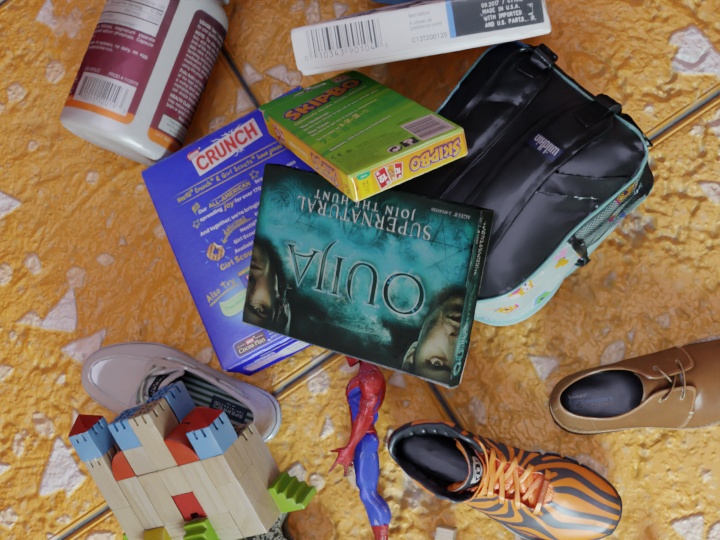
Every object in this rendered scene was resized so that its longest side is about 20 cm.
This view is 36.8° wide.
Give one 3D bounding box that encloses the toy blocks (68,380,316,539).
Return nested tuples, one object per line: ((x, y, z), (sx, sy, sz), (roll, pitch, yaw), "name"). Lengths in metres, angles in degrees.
((-0.154, 0.160, 0.906), (0.199, 0.100, 0.138), (-19, 105, 33), "toy blocks")

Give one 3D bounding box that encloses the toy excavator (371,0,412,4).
((-0.005, -0.291, 0.962), (0.199, 0.194, 0.101), (-16, 61, 38), "toy excavator")

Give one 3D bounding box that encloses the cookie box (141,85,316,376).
((-0.076, -0.034, 0.966), (0.170, 0.075, 0.201), (-26, 76, 7), "cookie box")

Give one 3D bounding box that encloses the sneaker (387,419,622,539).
((0.111, 0.173, 0.869), (0.198, 0.112, 0.078), (14, 84, 14), "sneaker")

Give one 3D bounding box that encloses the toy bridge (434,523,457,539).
((0.148, 0.261, 0.890), (0.198, 0.027, 0.068), (8, 83, 14), "toy bridge")

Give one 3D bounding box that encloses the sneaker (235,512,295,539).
((-0.040, 0.278, 0.910), (0.088, 0.077, 0.200), (-39, 77, -5), "sneaker")

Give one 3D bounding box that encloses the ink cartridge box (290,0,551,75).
((0.057, -0.206, 0.905), (0.196, 0.200, 0.044), (-8, 103, 10), "ink cartridge box")

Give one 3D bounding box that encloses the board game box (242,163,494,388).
((0.000, 0.000, 0.847), (0.199, 0.028, 0.137), (14, 100, 30), "board game box")

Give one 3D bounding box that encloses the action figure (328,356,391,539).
((0.003, 0.155, 0.921), (0.051, 0.065, 0.202), (-1, 81, 7), "action figure")

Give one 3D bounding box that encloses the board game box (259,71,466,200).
((-0.006, -0.113, 0.860), (0.095, 0.030, 0.200), (-24, 33, -15), "board game box")

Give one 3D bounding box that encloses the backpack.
((0.119, -0.059, 0.886), (0.200, 0.153, 0.176), (-45, 69, -4), "backpack")

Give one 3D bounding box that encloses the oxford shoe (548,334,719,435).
((0.252, 0.095, 0.874), (0.198, 0.071, 0.072), (-15, 76, 8), "oxford shoe")

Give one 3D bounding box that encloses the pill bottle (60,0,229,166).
((-0.190, -0.206, 1.002), (0.113, 0.114, 0.202), (20, 85, 15), "pill bottle")

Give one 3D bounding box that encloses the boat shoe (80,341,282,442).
((-0.167, 0.105, 0.967), (0.198, 0.067, 0.074), (10, 82, 14), "boat shoe")
